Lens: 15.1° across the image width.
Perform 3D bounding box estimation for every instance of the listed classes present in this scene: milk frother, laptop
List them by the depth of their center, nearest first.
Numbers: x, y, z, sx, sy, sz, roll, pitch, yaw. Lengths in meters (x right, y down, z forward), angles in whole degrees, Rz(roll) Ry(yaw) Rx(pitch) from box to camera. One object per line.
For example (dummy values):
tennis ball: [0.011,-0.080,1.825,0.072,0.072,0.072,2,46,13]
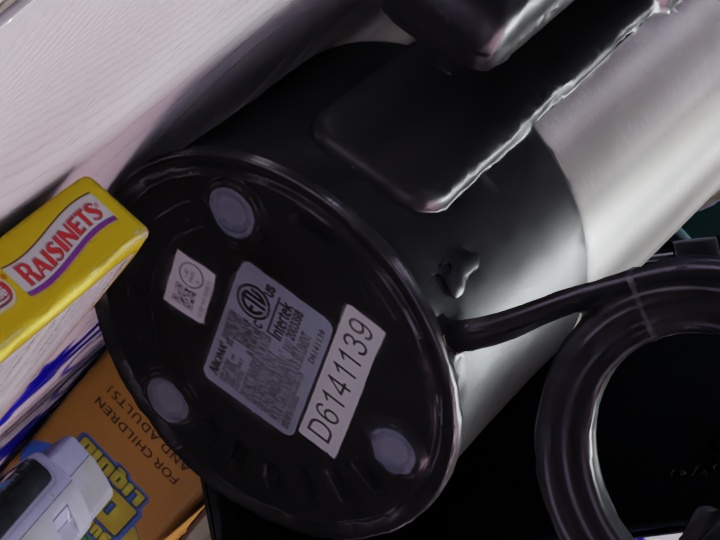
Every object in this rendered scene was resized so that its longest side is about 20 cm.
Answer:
milk frother: [0.068,-0.006,0.742,0.188,0.200,0.181,-41,178,-42]
laptop: [0.040,0.060,0.843,0.187,0.116,0.200,-6,158,-7]

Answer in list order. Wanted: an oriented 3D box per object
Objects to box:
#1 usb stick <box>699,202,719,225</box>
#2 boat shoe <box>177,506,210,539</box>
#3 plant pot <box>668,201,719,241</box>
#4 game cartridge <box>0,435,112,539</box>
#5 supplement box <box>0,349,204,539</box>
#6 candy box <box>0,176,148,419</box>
usb stick: [0.141,-0.015,1.072,0.056,0.200,0.033,-63,155,-28]
boat shoe: [-0.001,0.077,0.981,0.200,0.065,0.071,-44,176,-7]
plant pot: [0.155,-0.086,0.979,0.201,0.201,0.161,-44,-170,-7]
game cartridge: [-0.152,0.118,0.796,0.130,0.038,0.200,-39,-175,19]
supplement box: [-0.074,0.059,1.016,0.200,0.067,0.069,-48,175,41]
candy box: [-0.131,0.060,0.676,0.200,0.026,0.102,-47,180,43]
